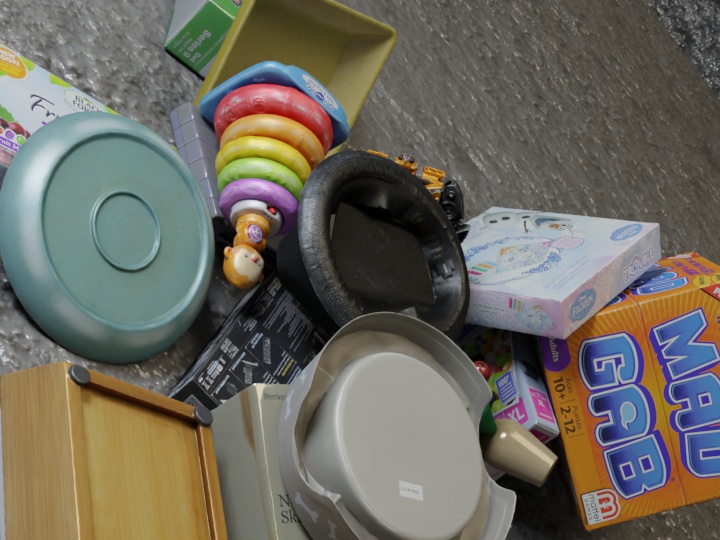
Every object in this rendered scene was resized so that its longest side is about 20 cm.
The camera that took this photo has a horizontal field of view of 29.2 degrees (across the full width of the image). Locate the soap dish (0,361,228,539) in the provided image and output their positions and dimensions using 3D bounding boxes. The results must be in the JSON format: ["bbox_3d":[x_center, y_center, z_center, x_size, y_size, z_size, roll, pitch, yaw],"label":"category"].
[{"bbox_3d":[-0.162,0.163,0.928,0.157,0.081,0.201,26,36,-38],"label":"soap dish"}]

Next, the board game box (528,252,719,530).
[{"bbox_3d":[0.282,0.113,1.382,0.200,0.198,0.202,-87,162,-83],"label":"board game box"}]

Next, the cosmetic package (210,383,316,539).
[{"bbox_3d":[-0.042,0.190,1.017,0.104,0.071,0.202,5,64,-37],"label":"cosmetic package"}]

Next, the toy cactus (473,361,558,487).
[{"bbox_3d":[0.103,0.131,1.236,0.164,0.201,0.103,31,63,14],"label":"toy cactus"}]

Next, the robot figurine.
[{"bbox_3d":[0.020,-0.023,1.269,0.143,0.202,0.058,16,32,1],"label":"robot figurine"}]

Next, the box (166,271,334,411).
[{"bbox_3d":[-0.066,0.110,1.163,0.158,0.050,0.200,47,29,-9],"label":"box"}]

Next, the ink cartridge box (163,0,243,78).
[{"bbox_3d":[-0.103,-0.241,1.491,0.199,0.084,0.147,37,31,-24],"label":"ink cartridge box"}]

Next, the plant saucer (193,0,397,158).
[{"bbox_3d":[-0.081,-0.184,1.372,0.199,0.201,0.048,14,19,-49],"label":"plant saucer"}]

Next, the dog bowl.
[{"bbox_3d":[0.025,0.135,1.012,0.199,0.059,0.202,21,55,-32],"label":"dog bowl"}]

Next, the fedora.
[{"bbox_3d":[0.000,0.000,1.158,0.200,0.091,0.203,22,58,-40],"label":"fedora"}]

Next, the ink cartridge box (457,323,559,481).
[{"bbox_3d":[0.120,0.108,1.364,0.042,0.119,0.201,27,35,-33],"label":"ink cartridge box"}]

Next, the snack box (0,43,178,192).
[{"bbox_3d":[-0.238,-0.086,1.141,0.199,0.053,0.143,30,33,-36],"label":"snack box"}]

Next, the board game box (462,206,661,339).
[{"bbox_3d":[0.162,-0.003,1.353,0.199,0.198,0.044,-31,119,-45],"label":"board game box"}]

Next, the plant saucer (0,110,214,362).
[{"bbox_3d":[-0.189,-0.029,1.083,0.199,0.027,0.203,11,73,-41],"label":"plant saucer"}]

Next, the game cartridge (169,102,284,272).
[{"bbox_3d":[-0.102,-0.066,1.294,0.200,0.038,0.131,32,33,-55],"label":"game cartridge"}]

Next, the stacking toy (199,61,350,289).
[{"bbox_3d":[-0.086,-0.070,1.183,0.116,0.109,0.202,39,45,-34],"label":"stacking toy"}]
